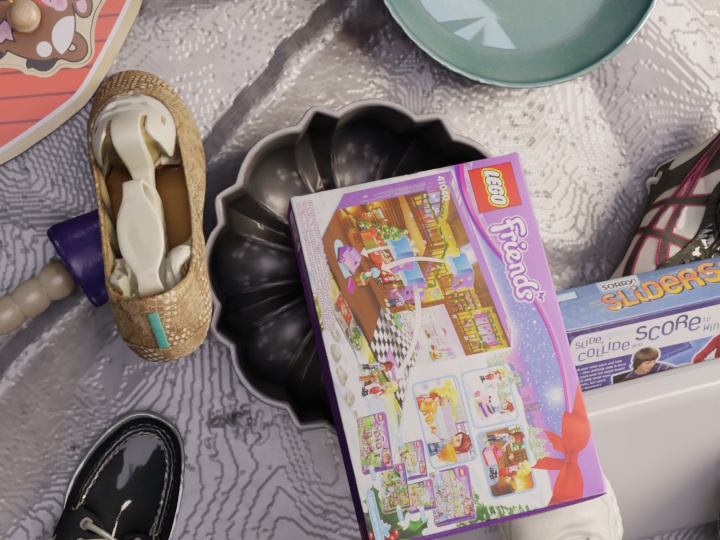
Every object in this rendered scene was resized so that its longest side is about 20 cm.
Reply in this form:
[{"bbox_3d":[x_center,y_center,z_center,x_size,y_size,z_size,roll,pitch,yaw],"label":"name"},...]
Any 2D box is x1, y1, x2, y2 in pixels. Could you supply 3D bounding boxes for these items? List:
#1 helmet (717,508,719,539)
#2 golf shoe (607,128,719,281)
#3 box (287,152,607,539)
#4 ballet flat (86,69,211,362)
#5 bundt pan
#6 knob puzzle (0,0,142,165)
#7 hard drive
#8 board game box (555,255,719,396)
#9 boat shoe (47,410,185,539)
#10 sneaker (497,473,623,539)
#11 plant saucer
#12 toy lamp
[{"bbox_3d":[0.312,0.169,0.956,0.190,0.200,0.201,-35,97,-10],"label":"helmet"},{"bbox_3d":[0.205,-0.016,0.997,0.200,0.088,0.077,-45,131,14],"label":"golf shoe"},{"bbox_3d":[0.046,0.045,0.882,0.136,0.039,0.202,-11,78,-8],"label":"box"},{"bbox_3d":[-0.121,-0.047,0.894,0.070,0.065,0.201,-15,61,-1],"label":"ballet flat"},{"bbox_3d":[0.000,0.000,0.955,0.200,0.076,0.204,0,91,-10],"label":"bundt pan"},{"bbox_3d":[-0.228,-0.161,0.936,0.218,0.030,0.222,0,91,-10],"label":"knob puzzle"},{"bbox_3d":[0.130,0.128,0.968,0.198,0.027,0.133,-13,132,-8],"label":"hard drive"},{"bbox_3d":[0.208,0.054,0.973,0.198,0.035,0.136,-11,132,-10],"label":"board game box"},{"bbox_3d":[-0.158,0.182,0.940,0.075,0.060,0.201,20,88,-9],"label":"boat shoe"},{"bbox_3d":[0.135,0.189,0.941,0.075,0.081,0.201,-22,122,3],"label":"sneaker"},{"bbox_3d":[0.096,-0.213,0.987,0.198,0.036,0.202,0,91,-9],"label":"plant saucer"},{"bbox_3d":[-0.215,0.028,0.930,0.199,0.058,0.058,-33,96,-7],"label":"toy lamp"}]
